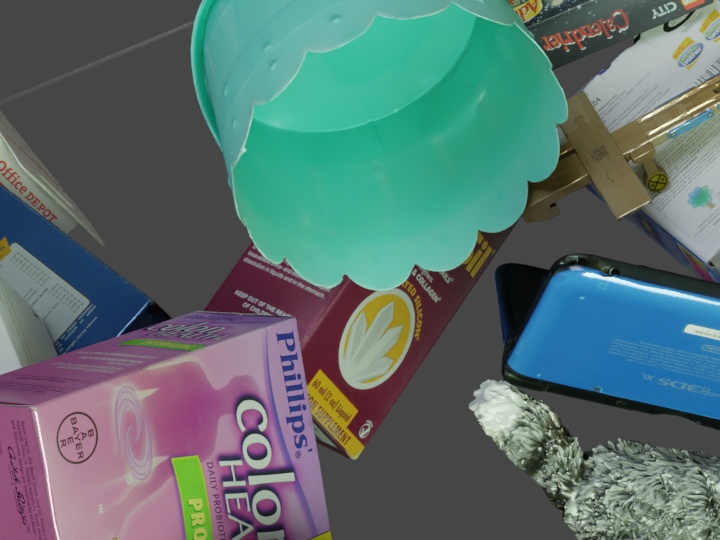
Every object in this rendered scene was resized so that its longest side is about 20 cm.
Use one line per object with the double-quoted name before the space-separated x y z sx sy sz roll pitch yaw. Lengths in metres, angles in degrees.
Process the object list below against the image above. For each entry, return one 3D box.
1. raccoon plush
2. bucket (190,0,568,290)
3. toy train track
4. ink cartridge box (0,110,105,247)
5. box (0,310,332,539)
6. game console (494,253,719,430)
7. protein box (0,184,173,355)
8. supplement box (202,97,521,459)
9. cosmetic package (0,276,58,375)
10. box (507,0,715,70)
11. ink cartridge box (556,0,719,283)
"raccoon plush" 0.173 0.107 1.528 0.134 0.200 0.097 -40 28 13
"bucket" 0.005 -0.106 1.621 0.207 0.207 0.135 -32 44 8
"toy train track" 0.183 -0.079 1.650 0.200 0.033 0.115 -29 41 4
"ink cartridge box" -0.269 -0.075 1.960 0.067 0.117 0.200 -42 47 0
"box" -0.124 0.133 1.615 0.097 0.200 0.176 2 104 46
"game console" 0.183 0.019 1.530 0.200 0.171 0.118 12 56 -7
"protein box" -0.222 0.081 1.811 0.199 0.135 0.200 -49 48 -7
"supplement box" 0.000 0.000 1.750 0.086 0.110 0.200 24 73 39
"cosmetic package" -0.275 0.097 1.686 0.200 0.081 0.113 -35 48 6
"box" 0.123 -0.182 1.771 0.200 0.038 0.137 -22 34 20
"ink cartridge box" 0.209 -0.082 1.704 0.136 0.076 0.200 -44 49 -3
